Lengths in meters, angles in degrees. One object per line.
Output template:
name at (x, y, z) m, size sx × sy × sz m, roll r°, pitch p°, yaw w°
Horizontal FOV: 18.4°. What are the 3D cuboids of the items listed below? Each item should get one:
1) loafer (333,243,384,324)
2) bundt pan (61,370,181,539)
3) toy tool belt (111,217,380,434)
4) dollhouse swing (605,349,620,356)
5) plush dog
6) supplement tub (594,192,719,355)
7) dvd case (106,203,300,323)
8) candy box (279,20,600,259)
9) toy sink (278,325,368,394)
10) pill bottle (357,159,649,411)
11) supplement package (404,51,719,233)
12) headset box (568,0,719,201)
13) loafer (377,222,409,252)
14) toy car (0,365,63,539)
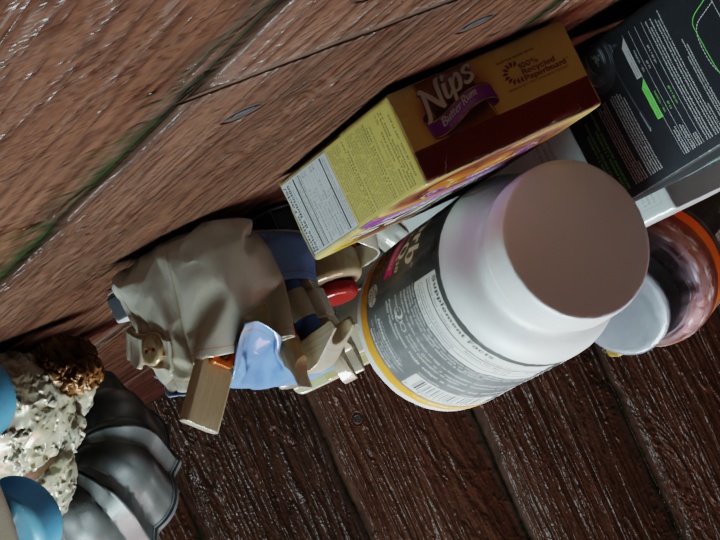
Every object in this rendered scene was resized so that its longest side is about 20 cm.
loafer at (0.000, 0.000, 1.682) m, size 0.073 × 0.072 × 0.200 m, roll -44°, pitch -163°, yaw -30°
bundt pan at (-0.244, 0.153, 1.727) m, size 0.201 × 0.202 × 0.076 m, roll -24°, pitch 144°, yaw -7°
toy tool belt at (-0.059, 0.041, 1.418) m, size 0.125 × 0.124 × 0.199 m, roll -29°, pitch 163°, yaw 36°
dollhouse swing at (0.270, -0.048, 2.044) m, size 0.175 × 0.201 × 0.182 m, roll -25°, pitch 177°, yaw 1°
plush dog at (-0.259, 0.124, 1.590) m, size 0.199 × 0.161 × 0.172 m, roll -26°, pitch 151°, yaw -19°
supplement tub at (0.219, -0.015, 1.590) m, size 0.107 × 0.107 × 0.200 m, roll -27°, pitch -171°, yaw 35°
dvd case at (-0.068, -0.017, 1.569) m, size 0.150 × 0.025 × 0.200 m, roll -27°, pitch 177°, yaw 29°
candy box at (0.041, -0.070, 1.259) m, size 0.116 × 0.057 × 0.200 m, roll -25°, pitch 179°, yaw -21°
toy sink at (-0.024, 0.035, 1.960) m, size 0.130 × 0.113 × 0.200 m, roll -24°, pitch 177°, yaw 1°
pill bottle at (0.084, 0.009, 1.326) m, size 0.116 × 0.117 × 0.200 m, roll -23°, pitch 174°, yaw -27°
supplement package at (0.133, -0.066, 1.453) m, size 0.199 × 0.118 × 0.117 m, roll -27°, pitch 178°, yaw 39°
headset box at (0.229, -0.128, 1.275) m, size 0.173 × 0.093 × 0.200 m, roll -24°, pitch 174°, yaw -32°
loafer at (0.072, -0.010, 1.574) m, size 0.072 × 0.200 × 0.063 m, roll 31°, pitch -96°, yaw 46°
toy car at (-0.330, 0.164, 1.428) m, size 0.199 × 0.178 × 0.184 m, roll -12°, pitch -165°, yaw 28°
